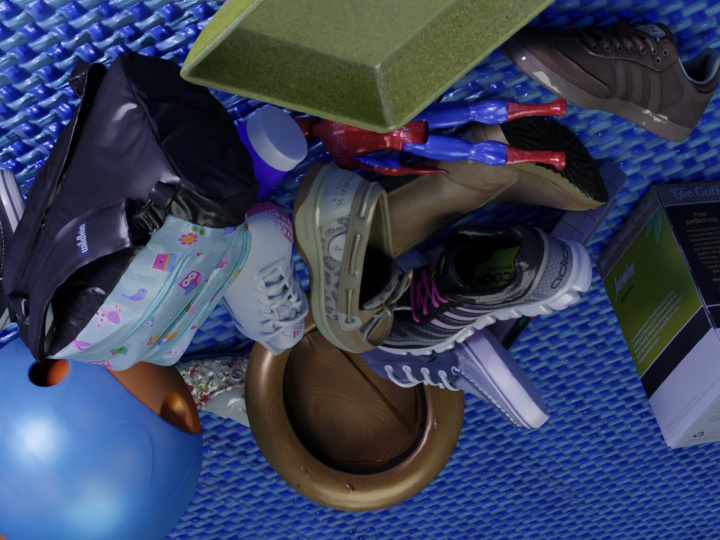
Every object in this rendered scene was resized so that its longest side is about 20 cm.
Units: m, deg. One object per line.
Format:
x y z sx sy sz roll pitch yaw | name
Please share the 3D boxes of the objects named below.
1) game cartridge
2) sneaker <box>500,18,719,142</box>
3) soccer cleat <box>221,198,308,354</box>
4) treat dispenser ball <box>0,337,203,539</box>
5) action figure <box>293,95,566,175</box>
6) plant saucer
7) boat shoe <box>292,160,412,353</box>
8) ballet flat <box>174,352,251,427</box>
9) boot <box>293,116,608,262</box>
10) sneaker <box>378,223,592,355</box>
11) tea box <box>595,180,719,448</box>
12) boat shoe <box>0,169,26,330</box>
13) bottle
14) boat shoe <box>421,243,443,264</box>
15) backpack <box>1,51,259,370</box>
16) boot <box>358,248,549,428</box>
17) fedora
0.152 0.007 1.649 0.038 0.130 0.200 33 144 2 | game cartridge
0.185 -0.156 1.423 0.200 0.070 0.076 15 113 -43 | sneaker
-0.066 0.009 1.410 0.070 0.086 0.200 -30 169 -6 | soccer cleat
-0.226 0.142 1.571 0.201 0.201 0.201 -14 153 -7 | treat dispenser ball
0.047 -0.100 1.412 0.200 0.066 0.052 1 -171 0 | action figure
0.010 -0.178 1.271 0.200 0.048 0.200 11 142 -43 | plant saucer
0.000 0.000 1.450 0.063 0.073 0.200 13 150 22 | boat shoe
-0.081 0.107 1.748 0.200 0.064 0.076 -1 150 -28 | ballet flat
0.072 -0.052 1.544 0.200 0.066 0.175 -30 147 29 | boot
0.075 0.008 1.516 0.200 0.074 0.087 -17 149 31 | sneaker
0.345 0.032 1.709 0.200 0.197 0.134 -4 150 -23 | tea box
-0.276 -0.005 1.405 0.062 0.075 0.200 -11 159 -26 | boat shoe
-0.123 -0.047 1.421 0.200 0.065 0.083 -35 155 31 | bottle
0.075 0.040 1.716 0.068 0.072 0.200 -40 154 -38 | boat shoe
-0.152 -0.022 1.288 0.126 0.167 0.200 14 124 -32 | backpack
0.064 0.074 1.603 0.090 0.200 0.073 -43 154 7 | boot
-0.007 0.108 1.702 0.200 0.201 0.082 -15 -175 -5 | fedora
